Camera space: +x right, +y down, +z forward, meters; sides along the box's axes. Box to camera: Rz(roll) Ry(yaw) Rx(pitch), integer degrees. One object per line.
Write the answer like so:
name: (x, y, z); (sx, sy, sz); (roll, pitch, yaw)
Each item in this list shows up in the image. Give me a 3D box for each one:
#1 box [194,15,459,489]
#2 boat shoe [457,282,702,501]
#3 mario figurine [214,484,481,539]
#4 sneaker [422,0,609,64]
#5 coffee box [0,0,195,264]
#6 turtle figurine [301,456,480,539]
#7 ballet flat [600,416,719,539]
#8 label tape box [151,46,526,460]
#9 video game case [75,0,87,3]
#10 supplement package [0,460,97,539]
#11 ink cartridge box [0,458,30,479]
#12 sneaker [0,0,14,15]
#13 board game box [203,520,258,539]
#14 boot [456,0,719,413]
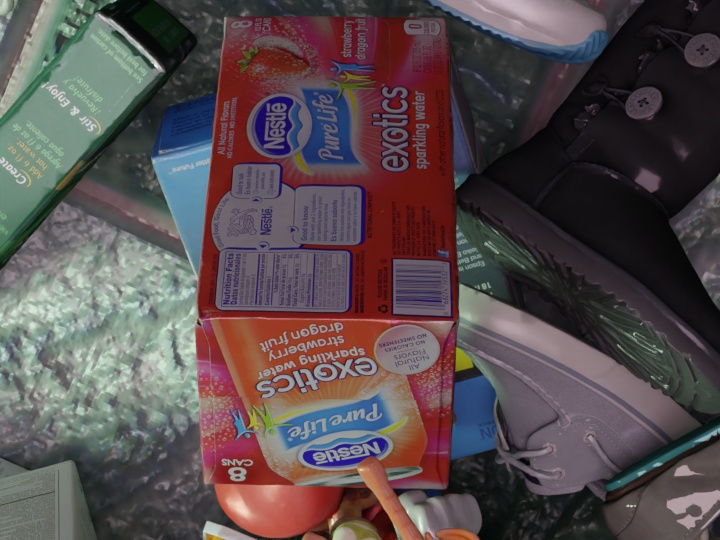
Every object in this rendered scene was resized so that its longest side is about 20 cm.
box: (-0.012, -0.013, 0.850); (0.100, 0.200, 0.096); (1, 131, -1)
boat shoe: (0.103, 0.076, 0.978); (0.201, 0.070, 0.072); (35, 84, -36)
mario figurine: (0.018, 0.091, 0.932); (0.123, 0.200, 0.106); (1, 64, 29)
sneaker: (0.037, -0.166, 0.951); (0.200, 0.077, 0.081); (39, 99, 18)
coffee box: (-0.163, -0.043, 0.988); (0.044, 0.123, 0.200); (42, 101, -6)
turtle figurine: (-0.005, 0.140, 0.843); (0.161, 0.064, 0.200); (-19, 135, 18)
ballet flat: (0.200, 0.071, 0.925); (0.200, 0.067, 0.064); (-37, 82, 16)
label tape box: (0.000, 0.000, 1.010); (0.144, 0.063, 0.200); (-15, 117, 8)
video game case: (-0.139, -0.256, 0.952); (0.182, 0.022, 0.200); (38, 90, -23)
supplement package: (-0.185, 0.209, 0.968); (0.151, 0.200, 0.152); (-15, 108, -4)
ink cartridge box: (-0.284, 0.163, 1.088); (0.200, 0.043, 0.196); (23, 103, -1)
sneaker: (-0.182, -0.217, 0.996); (0.087, 0.075, 0.200); (9, 105, -10)
board game box: (0.014, 0.177, 0.985); (0.200, 0.200, 0.026); (23, 77, 1)
boot: (0.163, -0.054, 0.927); (0.200, 0.066, 0.165); (-42, 61, -14)
